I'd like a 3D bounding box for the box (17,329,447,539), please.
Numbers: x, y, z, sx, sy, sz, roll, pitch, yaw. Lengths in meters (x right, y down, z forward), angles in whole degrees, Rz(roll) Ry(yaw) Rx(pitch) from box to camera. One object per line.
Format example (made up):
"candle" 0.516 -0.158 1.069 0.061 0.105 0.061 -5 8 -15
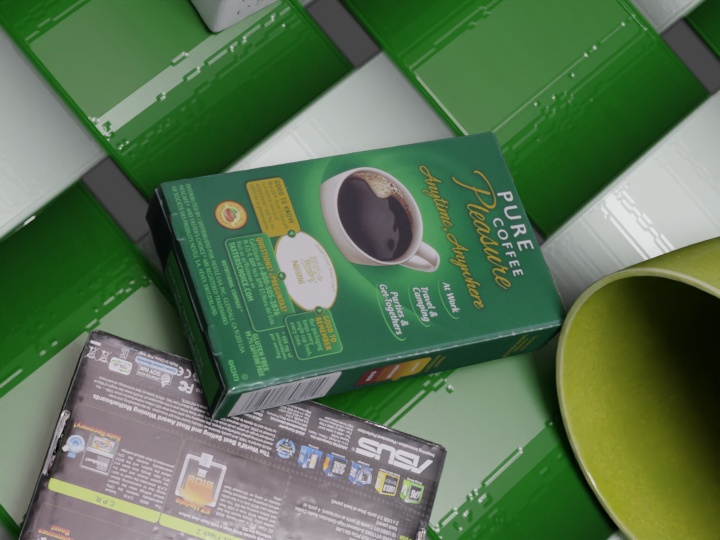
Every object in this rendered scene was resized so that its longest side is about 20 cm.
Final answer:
"box" -0.073 0.152 0.809 0.198 0.048 0.195 18 73 -7

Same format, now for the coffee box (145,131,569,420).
"coffee box" 0.000 0.000 0.845 0.198 0.044 0.124 -12 67 -24

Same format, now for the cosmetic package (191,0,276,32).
"cosmetic package" -0.040 -0.264 0.853 0.164 0.200 0.166 -30 82 -18

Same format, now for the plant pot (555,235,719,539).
"plant pot" 0.238 0.048 0.852 0.199 0.187 0.188 -27 81 -33
